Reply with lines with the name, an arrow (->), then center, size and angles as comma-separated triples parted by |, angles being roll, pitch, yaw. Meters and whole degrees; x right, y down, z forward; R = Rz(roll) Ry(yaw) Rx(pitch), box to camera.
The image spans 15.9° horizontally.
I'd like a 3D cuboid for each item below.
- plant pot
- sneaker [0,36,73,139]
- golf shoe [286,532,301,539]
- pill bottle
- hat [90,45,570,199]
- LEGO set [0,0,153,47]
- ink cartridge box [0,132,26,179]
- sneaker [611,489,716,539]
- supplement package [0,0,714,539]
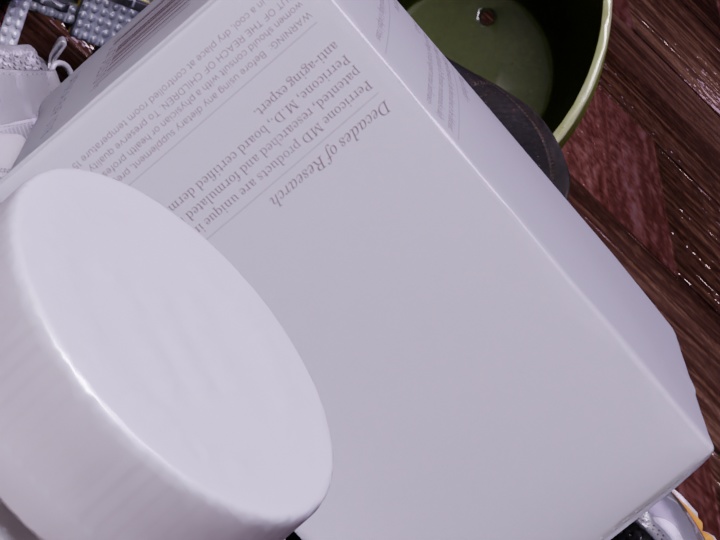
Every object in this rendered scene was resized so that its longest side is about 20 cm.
plant pot -> 0.034, -0.104, 1.190 | 0.188, 0.187, 0.200 | 54, 5, 11
sneaker -> -0.109, -0.038, 0.867 | 0.200, 0.082, 0.075 | 37, -13, -28
golf shoe -> -0.017, 0.073, 0.913 | 0.097, 0.078, 0.201 | 30, 27, -27
pill bottle -> -0.106, 0.075, 0.562 | 0.109, 0.200, 0.110 | 40, 24, -22
hat -> -0.021, -0.030, 1.032 | 0.199, 0.081, 0.201 | 11, 36, -8
LEGO set -> -0.097, -0.133, 0.926 | 0.199, 0.155, 0.116 | 26, 8, -19
ink cartridge box -> -0.110, 0.060, 0.733 | 0.201, 0.084, 0.145 | 55, 22, 17
sneaker -> 0.076, 0.162, 0.837 | 0.077, 0.078, 0.202 | -6, 100, -50
supplement package -> 0.000, 0.000, 0.793 | 0.200, 0.117, 0.117 | 49, 11, -12
